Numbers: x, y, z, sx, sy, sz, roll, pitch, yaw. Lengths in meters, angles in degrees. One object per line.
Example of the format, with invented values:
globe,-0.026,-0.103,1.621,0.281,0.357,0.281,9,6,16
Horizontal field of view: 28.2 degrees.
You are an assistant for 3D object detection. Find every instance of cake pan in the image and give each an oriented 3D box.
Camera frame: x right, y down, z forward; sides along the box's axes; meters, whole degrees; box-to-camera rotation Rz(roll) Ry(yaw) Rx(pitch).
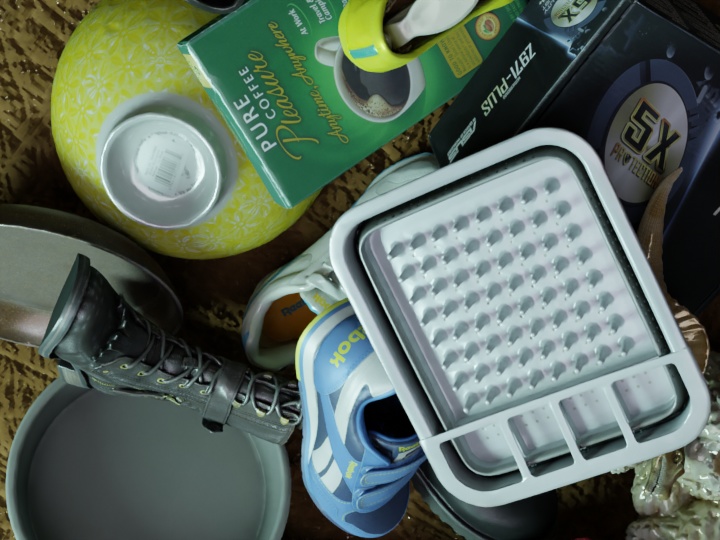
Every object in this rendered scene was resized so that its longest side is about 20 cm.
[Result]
cake pan,-0.150,0.154,1.022,0.200,0.200,0.037,24,155,-4

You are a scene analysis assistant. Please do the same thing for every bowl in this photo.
bowl,-0.119,-0.084,0.943,0.200,0.108,0.200,4,117,7

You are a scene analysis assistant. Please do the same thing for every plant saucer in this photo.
plant saucer,-0.220,0.004,0.996,0.200,0.032,0.200,7,153,3

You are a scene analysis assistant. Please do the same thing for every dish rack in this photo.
dish rack,0.092,0.026,0.826,0.171,0.044,0.200,-22,102,24

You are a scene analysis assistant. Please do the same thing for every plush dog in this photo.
plush dog,0.200,0.094,0.979,0.172,0.161,0.200,23,143,12

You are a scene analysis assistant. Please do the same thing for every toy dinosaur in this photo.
toy dinosaur,0.160,0.035,0.870,0.101,0.058,0.200,0,100,21

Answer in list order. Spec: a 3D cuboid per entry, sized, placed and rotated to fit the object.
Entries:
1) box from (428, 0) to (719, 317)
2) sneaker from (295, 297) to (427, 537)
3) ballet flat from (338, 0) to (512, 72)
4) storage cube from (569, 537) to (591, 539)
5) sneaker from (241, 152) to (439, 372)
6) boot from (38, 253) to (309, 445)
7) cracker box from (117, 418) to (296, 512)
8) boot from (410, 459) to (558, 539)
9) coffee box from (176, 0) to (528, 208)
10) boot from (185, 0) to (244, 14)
box,0.172,-0.081,0.881,0.200,0.086,0.164,24,119,-28
sneaker,0.009,0.113,0.934,0.082,0.074,0.200,31,145,36
ballet flat,0.075,-0.182,0.841,0.200,0.067,0.067,-38,108,-9
storage cube,0.136,0.305,0.999,0.180,0.200,0.171,35,147,-29
sneaker,0.000,0.000,0.983,0.200,0.081,0.077,-41,103,22
boot,-0.113,0.061,0.946,0.174,0.200,0.069,19,74,1
cracker box,-0.151,0.213,1.123,0.134,0.058,0.200,25,116,-4
boot,0.084,0.100,0.972,0.211,0.079,0.158,44,146,-5
coffee box,0.001,-0.143,0.884,0.200,0.044,0.123,-36,109,-8
boot,-0.137,-0.218,0.856,0.200,0.131,0.068,21,120,11
